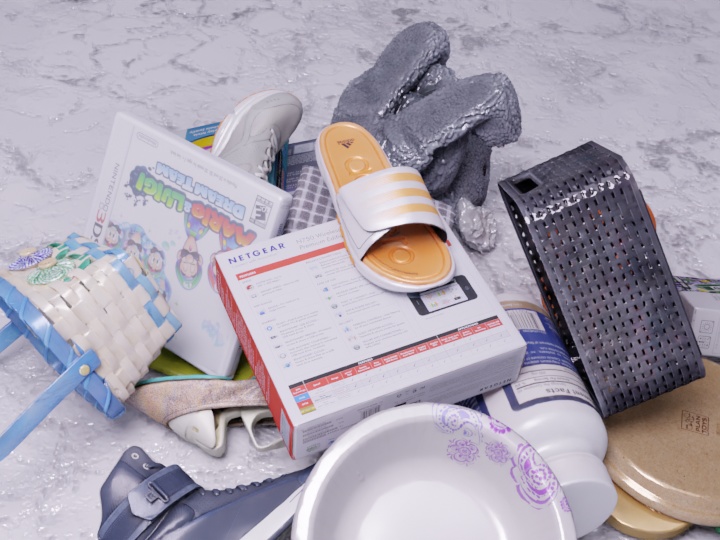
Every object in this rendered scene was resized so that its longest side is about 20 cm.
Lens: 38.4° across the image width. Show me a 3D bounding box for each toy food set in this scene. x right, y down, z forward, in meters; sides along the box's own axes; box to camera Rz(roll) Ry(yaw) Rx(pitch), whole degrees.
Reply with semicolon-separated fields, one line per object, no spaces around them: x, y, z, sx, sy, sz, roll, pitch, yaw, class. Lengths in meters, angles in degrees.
0.290;0.151;0.911;0.196;0.049;0.201;4;40;-3;toy food set

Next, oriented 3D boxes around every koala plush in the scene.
0.075;-0.119;1.101;0.184;0.200;0.177;-39;52;-2;koala plush

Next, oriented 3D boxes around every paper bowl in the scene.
0.049;0.204;0.745;0.199;0.104;0.202;1;68;-3;paper bowl

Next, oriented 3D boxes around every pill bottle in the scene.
0.142;0.124;0.875;0.110;0.111;0.201;-5;42;-12;pill bottle

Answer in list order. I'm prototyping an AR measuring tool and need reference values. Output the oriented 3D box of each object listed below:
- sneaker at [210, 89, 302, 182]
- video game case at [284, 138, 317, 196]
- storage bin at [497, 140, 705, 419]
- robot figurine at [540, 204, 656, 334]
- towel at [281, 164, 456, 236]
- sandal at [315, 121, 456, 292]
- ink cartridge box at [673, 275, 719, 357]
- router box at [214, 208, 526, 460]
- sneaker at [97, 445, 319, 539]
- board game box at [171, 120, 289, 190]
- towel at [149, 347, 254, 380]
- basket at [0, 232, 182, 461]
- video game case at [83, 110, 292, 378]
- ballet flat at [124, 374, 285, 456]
-0.110;-0.094;1.006;0.092;0.076;0.200;27;63;31;sneaker
-0.103;-0.070;1.109;0.142;0.019;0.201;-9;41;10;video game case
0.201;0.005;0.874;0.093;0.201;0.135;-22;14;4;storage bin
0.238;-0.009;1.036;0.116;0.144;0.201;-2;39;16;robot figurine
0.000;0.000;0.955;0.165;0.086;0.201;15;48;-4;towel
0.011;-0.068;0.856;0.079;0.059;0.207;-16;52;-17;sandal
0.403;0.049;1.011;0.198;0.051;0.109;5;17;-1;ink cartridge box
0.005;0.038;0.837;0.199;0.049;0.180;-17;52;-17;router box
-0.110;0.175;0.812;0.146;0.077;0.202;37;51;28;sneaker
-0.156;-0.086;1.096;0.150;0.047;0.201;-11;40;8;board game box
-0.121;0.082;0.964;0.199;0.018;0.086;18;42;14;towel
-0.267;0.066;0.865;0.200;0.139;0.176;-50;34;-19;basket
-0.170;-0.024;0.942;0.199;0.183;0.024;28;19;23;video game case
-0.103;0.122;0.881;0.198;0.068;0.068;-5;66;1;ballet flat
